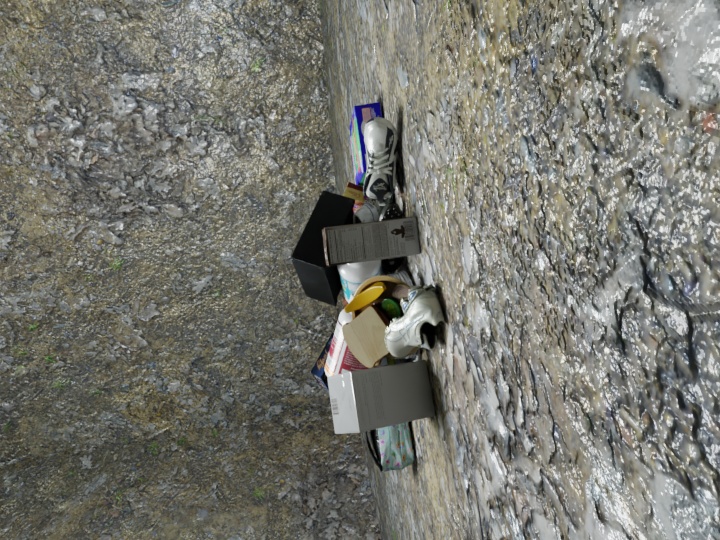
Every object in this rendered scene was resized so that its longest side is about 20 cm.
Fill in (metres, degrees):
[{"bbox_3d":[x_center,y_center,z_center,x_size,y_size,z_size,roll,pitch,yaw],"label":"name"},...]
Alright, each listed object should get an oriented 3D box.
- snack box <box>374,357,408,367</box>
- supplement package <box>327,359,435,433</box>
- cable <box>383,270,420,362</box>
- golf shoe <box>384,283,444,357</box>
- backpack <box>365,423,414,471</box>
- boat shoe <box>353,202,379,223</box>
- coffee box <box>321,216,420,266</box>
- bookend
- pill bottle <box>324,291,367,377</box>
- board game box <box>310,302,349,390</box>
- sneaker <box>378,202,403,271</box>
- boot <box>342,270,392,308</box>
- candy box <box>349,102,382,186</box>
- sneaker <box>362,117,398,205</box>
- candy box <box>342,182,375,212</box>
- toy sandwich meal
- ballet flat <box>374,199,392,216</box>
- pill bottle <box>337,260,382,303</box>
[{"bbox_3d":[0.065,0.184,1.449,0.142,0.052,0.205,41,-149,-50],"label":"snack box"},{"bbox_3d":[0.045,0.273,1.213,0.119,0.195,0.125,-29,67,57],"label":"supplement package"},{"bbox_3d":[0.090,0.105,1.322,0.203,0.067,0.204,-104,9,-51],"label":"cable"},{"bbox_3d":[0.104,0.123,1.080,0.099,0.076,0.203,62,151,34],"label":"golf shoe"},{"bbox_3d":[0.081,0.457,1.580,0.167,0.123,0.206,63,-163,-73],"label":"backpack"},{"bbox_3d":[0.009,-0.073,1.423,0.073,0.065,0.205,28,139,39],"label":"boat shoe"},{"bbox_3d":[0.019,-0.062,1.199,0.114,0.193,0.083,-167,69,-84],"label":"coffee box"},{"bbox_3d":[-0.078,-0.053,1.413,0.200,0.090,0.204,77,-147,-61],"label":"bookend"},{"bbox_3d":[-0.010,0.162,1.326,0.113,0.110,0.206,-116,41,-71],"label":"pill bottle"},{"bbox_3d":[-0.056,0.200,1.460,0.203,0.034,0.136,-60,-17,-18],"label":"board game box"},{"bbox_3d":[0.065,-0.095,1.350,0.203,0.064,0.092,86,171,-48],"label":"sneaker"},{"bbox_3d":[-0.028,-0.016,1.554,0.202,0.187,0.068,53,-144,0],"label":"boot"},{"bbox_3d":[0.019,-0.324,1.485,0.200,0.074,0.175,138,125,-84],"label":"candy box"},{"bbox_3d":[0.044,-0.224,1.234,0.201,0.077,0.133,91,180,-59],"label":"sneaker"},{"bbox_3d":[0.009,-0.147,1.560,0.202,0.114,0.057,94,-162,-58],"label":"candy box"},{"bbox_3d":[0.047,0.111,1.194,0.070,0.199,0.212,-33,-57,-57],"label":"toy sandwich meal"},{"bbox_3d":[0.053,-0.128,1.434,0.068,0.061,0.205,-97,4,-57],"label":"ballet flat"},{"bbox_3d":[0.000,0.000,1.364,0.202,0.107,0.113,81,178,-58],"label":"pill bottle"}]
